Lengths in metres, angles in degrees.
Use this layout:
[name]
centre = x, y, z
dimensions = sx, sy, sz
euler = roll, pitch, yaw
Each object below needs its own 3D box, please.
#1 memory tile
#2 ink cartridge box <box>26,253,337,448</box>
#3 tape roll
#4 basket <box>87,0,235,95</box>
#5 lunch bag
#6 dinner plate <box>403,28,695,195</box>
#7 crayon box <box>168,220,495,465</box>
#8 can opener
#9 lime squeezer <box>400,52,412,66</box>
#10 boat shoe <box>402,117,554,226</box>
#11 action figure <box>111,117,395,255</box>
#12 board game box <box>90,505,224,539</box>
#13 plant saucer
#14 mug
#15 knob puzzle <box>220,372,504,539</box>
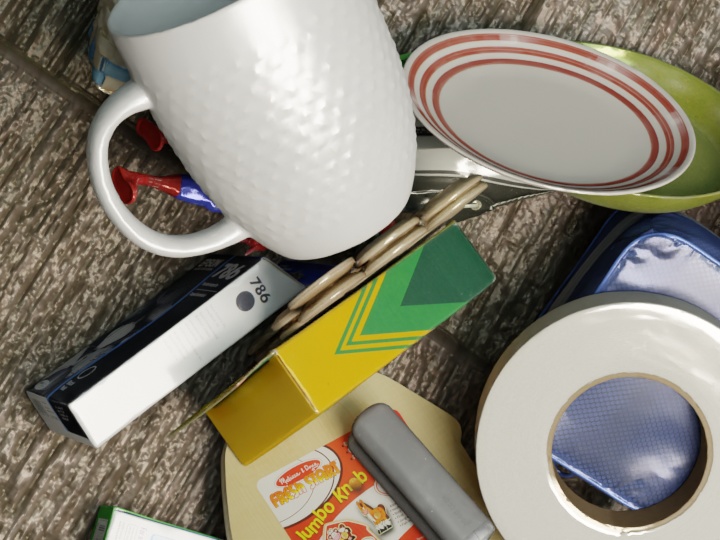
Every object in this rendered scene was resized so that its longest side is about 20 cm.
[memory tile]
centre = 0.000, 0.000, 1.396
dimensions = 0.153, 0.200, 0.017
euler = -36, 89, -17
[ink cartridge box]
centre = -0.115, 0.038, 1.402
dimensions = 0.200, 0.099, 0.039
euler = -36, 105, -20
[tape roll]
centre = 0.174, 0.114, 1.407
dimensions = 0.202, 0.037, 0.204
euler = 0, 102, 1
[basket]
centre = -0.085, -0.194, 1.396
dimensions = 0.176, 0.139, 0.200
euler = 25, 110, -18
[lunch bag]
centre = 0.189, 0.061, 1.482
dimensions = 0.136, 0.132, 0.200
euler = 35, 101, -6
[dinner plate]
centre = 0.122, -0.100, 1.436
dimensions = 0.199, 0.200, 0.024
euler = -2, 127, -20
[crayon box]
centre = -0.018, 0.056, 1.400
dimensions = 0.200, 0.127, 0.051
euler = -35, 88, -31
[can opener]
centre = 0.052, 0.180, 1.409
dimensions = 0.067, 0.053, 0.200
euler = -37, 76, -19
[lime squeezer]
centre = -0.002, -0.113, 1.435
dimensions = 0.070, 0.200, 0.038
euler = 5, 120, 6
[boat shoe]
centre = 0.060, -0.068, 1.498
dimensions = 0.199, 0.071, 0.064
euler = 3, 121, -22
[action figure]
centre = -0.059, -0.048, 1.396
dimensions = 0.200, 0.052, 0.066
euler = 11, 115, -37
[board game box]
centre = -0.095, 0.254, 1.427
dimensions = 0.199, 0.040, 0.154
euler = 19, 80, -18
[plant saucer]
centre = 0.174, -0.094, 1.494
dimensions = 0.199, 0.200, 0.031
euler = 1, 126, -20
[mug]
centre = -0.067, -0.089, 1.279
dimensions = 0.200, 0.148, 0.176
euler = -32, 115, -9
[knob puzzle]
centre = -0.011, 0.147, 1.452
dimensions = 0.219, 0.030, 0.220
euler = 11, 59, -18
